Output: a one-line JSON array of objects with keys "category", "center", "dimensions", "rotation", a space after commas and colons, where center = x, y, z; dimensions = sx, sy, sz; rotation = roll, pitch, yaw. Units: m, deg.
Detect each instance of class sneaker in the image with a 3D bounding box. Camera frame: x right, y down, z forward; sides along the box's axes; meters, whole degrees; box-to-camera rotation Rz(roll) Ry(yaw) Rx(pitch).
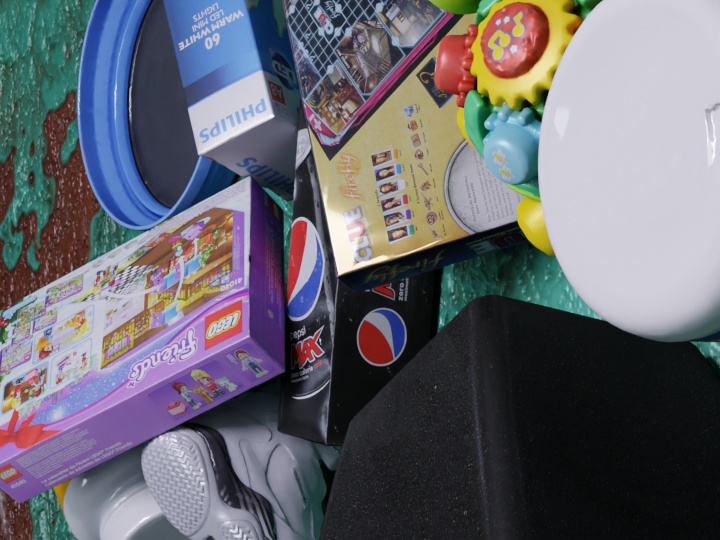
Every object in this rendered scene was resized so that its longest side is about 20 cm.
[{"category": "sneaker", "center": [-0.036, 0.155, 1.358], "dimensions": [0.200, 0.115, 0.075], "rotation": [55, 143, -6]}]

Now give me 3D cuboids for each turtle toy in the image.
[{"category": "turtle toy", "center": [0.092, -0.113, 1.123], "dimensions": [0.146, 0.101, 0.200], "rotation": [-45, 49, 18]}]

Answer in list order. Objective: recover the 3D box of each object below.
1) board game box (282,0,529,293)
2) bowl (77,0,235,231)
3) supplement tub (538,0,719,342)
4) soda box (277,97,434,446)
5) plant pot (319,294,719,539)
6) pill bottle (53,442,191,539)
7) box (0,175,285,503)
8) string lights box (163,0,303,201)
[{"category": "board game box", "center": [0.035, -0.102, 1.234], "dimensions": [0.135, 0.035, 0.201], "rotation": [-16, 69, 14]}, {"category": "bowl", "center": [-0.133, -0.127, 1.549], "dimensions": [0.200, 0.039, 0.202], "rotation": [-6, 83, 55]}, {"category": "supplement tub", "center": [0.189, -0.041, 0.918], "dimensions": [0.144, 0.199, 0.146], "rotation": [-6, 83, 56]}, {"category": "soda box", "center": [0.000, 0.000, 1.312], "dimensions": [0.063, 0.070, 0.201], "rotation": [7, 93, 60]}, {"category": "plant pot", "center": [0.089, 0.130, 1.079], "dimensions": [0.200, 0.199, 0.178], "rotation": [-48, 38, 43]}, {"category": "pill bottle", "center": [-0.152, 0.106, 1.447], "dimensions": [0.110, 0.109, 0.200], "rotation": [-63, 39, 31]}, {"category": "box", "center": [-0.135, 0.042, 1.353], "dimensions": [0.199, 0.039, 0.137], "rotation": [-27, 39, 22]}, {"category": "string lights box", "center": [-0.071, -0.153, 1.391], "dimensions": [0.059, 0.103, 0.201], "rotation": [-26, 64, 22]}]
